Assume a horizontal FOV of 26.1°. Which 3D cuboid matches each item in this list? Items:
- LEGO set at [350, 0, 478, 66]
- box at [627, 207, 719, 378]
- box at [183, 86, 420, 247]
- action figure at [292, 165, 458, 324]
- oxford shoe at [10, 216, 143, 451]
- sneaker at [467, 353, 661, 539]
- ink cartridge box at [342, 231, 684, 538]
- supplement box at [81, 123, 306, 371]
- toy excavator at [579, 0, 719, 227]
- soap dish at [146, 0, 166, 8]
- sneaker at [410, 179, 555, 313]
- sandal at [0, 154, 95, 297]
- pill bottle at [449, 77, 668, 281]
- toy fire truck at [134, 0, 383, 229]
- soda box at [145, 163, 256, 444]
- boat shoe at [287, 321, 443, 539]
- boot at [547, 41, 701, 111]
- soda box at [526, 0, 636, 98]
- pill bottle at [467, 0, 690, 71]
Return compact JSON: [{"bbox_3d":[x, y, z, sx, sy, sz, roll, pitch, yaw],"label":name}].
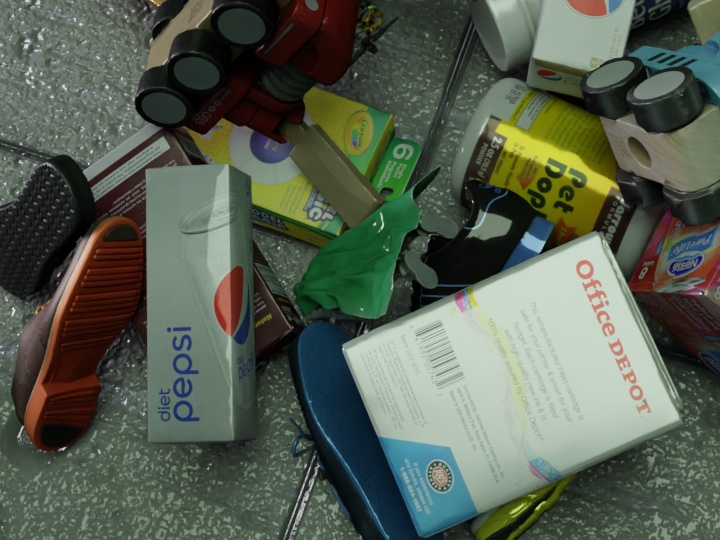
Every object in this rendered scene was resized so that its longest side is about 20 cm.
[{"bbox_3d":[0.044,-0.244,1.250,0.200,0.154,0.116,-44,90,10],"label":"LEGO set"},{"bbox_3d":[0.298,0.032,1.112,0.200,0.095,0.100,39,73,-23],"label":"box"},{"bbox_3d":[-0.059,-0.093,1.272,0.198,0.048,0.118,21,74,11],"label":"box"},{"bbox_3d":[0.000,0.000,1.161,0.054,0.200,0.119,33,67,-19],"label":"action figure"},{"bbox_3d":[-0.225,0.038,1.182,0.072,0.071,0.201,41,116,35],"label":"oxford shoe"},{"bbox_3d":[0.141,0.114,1.158,0.200,0.075,0.085,-42,71,-10],"label":"sneaker"},{"bbox_3d":[0.108,0.080,1.088,0.198,0.085,0.146,-24,81,6],"label":"ink cartridge box"},{"bbox_3d":[-0.138,-0.006,1.213,0.108,0.061,0.201,-33,77,7],"label":"supplement box"},{"bbox_3d":[0.253,-0.137,1.113,0.199,0.194,0.101,-32,114,-12],"label":"toy excavator"},{"bbox_3d":[-0.136,-0.283,1.313,0.157,0.081,0.199,-46,57,-12],"label":"soap dish"},{"bbox_3d":[0.065,0.027,1.176,0.078,0.070,0.201,33,97,6],"label":"sneaker"},{"bbox_3d":[-0.243,-0.032,1.210,0.048,0.200,0.076,-25,88,-37],"label":"sandal"},{"bbox_3d":[0.176,-0.063,1.203,0.199,0.109,0.110,26,74,15],"label":"pill bottle"},{"bbox_3d":[-0.050,-0.139,1.172,0.199,0.176,0.130,26,50,-25],"label":"toy fire truck"},{"bbox_3d":[-0.116,0.026,1.141,0.067,0.063,0.203,-2,85,12],"label":"soda box"},{"bbox_3d":[-0.011,0.140,1.159,0.083,0.069,0.202,-9,69,-31],"label":"boat shoe"},{"bbox_3d":[0.258,-0.163,1.243,0.199,0.073,0.156,28,74,1],"label":"boot"},{"bbox_3d":[0.181,-0.235,1.178,0.067,0.064,0.202,13,80,4],"label":"soda box"},{"bbox_3d":[0.191,-0.240,1.268,0.198,0.111,0.112,-25,69,-4],"label":"pill bottle"}]
